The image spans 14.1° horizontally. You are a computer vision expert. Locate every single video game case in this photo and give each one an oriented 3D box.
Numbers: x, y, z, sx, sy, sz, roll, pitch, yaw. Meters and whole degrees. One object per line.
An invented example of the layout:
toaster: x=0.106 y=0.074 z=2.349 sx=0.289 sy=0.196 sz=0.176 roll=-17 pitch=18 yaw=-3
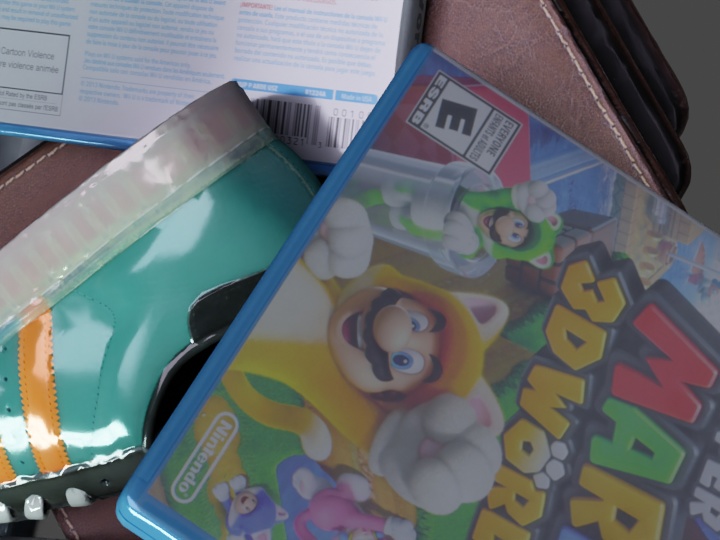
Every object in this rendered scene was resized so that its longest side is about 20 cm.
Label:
video game case: x=-0.044 y=-0.131 z=0.792 sx=0.142 sy=0.018 sz=0.201 roll=8 pitch=92 yaw=19
video game case: x=0.061 y=0.055 z=0.714 sx=0.199 sy=0.018 sz=0.144 roll=33 pitch=69 yaw=0

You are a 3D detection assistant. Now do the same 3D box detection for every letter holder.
letter holder: x=0.000 y=0.000 z=0.837 sx=0.199 sy=0.100 sz=0.143 roll=-33 pitch=76 yaw=17

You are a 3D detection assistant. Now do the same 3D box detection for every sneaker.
sneaker: x=-0.083 y=0.040 z=0.778 sx=0.200 sy=0.071 sz=0.080 roll=-39 pitch=87 yaw=24

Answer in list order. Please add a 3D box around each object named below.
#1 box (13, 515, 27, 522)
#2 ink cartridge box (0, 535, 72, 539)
box: x=-0.181 y=0.054 z=0.910 sx=0.199 sy=0.039 sz=0.042 roll=-1 pitch=93 yaw=38
ink cartridge box: x=-0.091 y=0.154 z=0.801 sx=0.199 sy=0.084 sz=0.147 roll=-5 pitch=107 yaw=52
